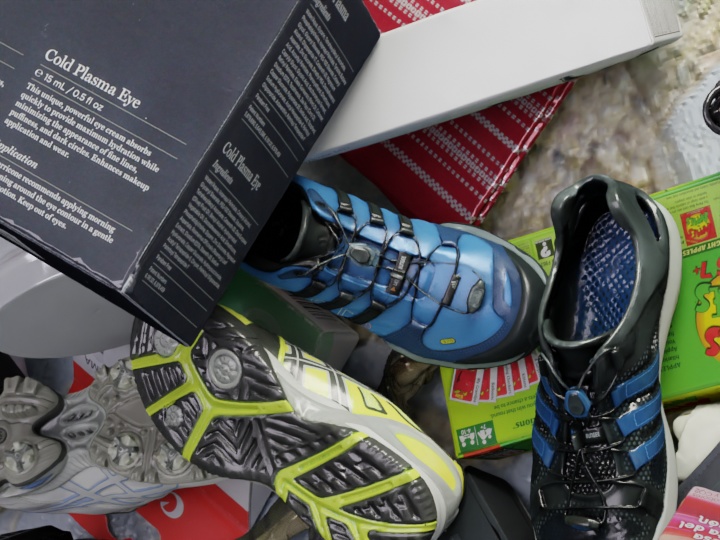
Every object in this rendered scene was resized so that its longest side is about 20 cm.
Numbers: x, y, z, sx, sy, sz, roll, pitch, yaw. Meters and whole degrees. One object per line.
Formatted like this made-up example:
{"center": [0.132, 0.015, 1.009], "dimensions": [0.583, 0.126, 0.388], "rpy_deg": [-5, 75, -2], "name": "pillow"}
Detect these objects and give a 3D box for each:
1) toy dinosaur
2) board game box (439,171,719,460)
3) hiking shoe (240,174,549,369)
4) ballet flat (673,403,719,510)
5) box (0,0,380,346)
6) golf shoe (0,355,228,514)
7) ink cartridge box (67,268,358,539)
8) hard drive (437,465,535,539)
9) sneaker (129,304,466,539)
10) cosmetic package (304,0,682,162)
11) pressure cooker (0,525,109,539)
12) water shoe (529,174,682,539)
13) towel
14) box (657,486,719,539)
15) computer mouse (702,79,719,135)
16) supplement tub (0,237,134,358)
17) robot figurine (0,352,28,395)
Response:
{"center": [-0.009, 0.122, 1.107], "dimensions": [0.200, 0.047, 0.088], "rpy_deg": [-45, 62, 11], "name": "toy dinosaur"}
{"center": [0.133, 0.022, 1.034], "dimensions": [0.199, 0.048, 0.102], "rpy_deg": [-18, 76, 29], "name": "board game box"}
{"center": [0.000, 0.000, 1.037], "dimensions": [0.199, 0.087, 0.075], "rpy_deg": [18, 94, 28], "name": "hiking shoe"}
{"center": [0.159, 0.109, 0.998], "dimensions": [0.200, 0.073, 0.073], "rpy_deg": [-47, 64, 22], "name": "ballet flat"}
{"center": [-0.125, -0.096, 0.986], "dimensions": [0.199, 0.104, 0.183], "rpy_deg": [29, 83, 20], "name": "box"}
{"center": [-0.124, 0.095, 1.141], "dimensions": [0.199, 0.097, 0.079], "rpy_deg": [-5, 63, 20], "name": "golf shoe"}
{"center": [-0.111, 0.075, 1.181], "dimensions": [0.161, 0.050, 0.201], "rpy_deg": [37, 102, 29], "name": "ink cartridge box"}
{"center": [0.033, 0.215, 1.038], "dimensions": [0.201, 0.033, 0.140], "rpy_deg": [-61, 24, 14], "name": "hard drive"}
{"center": [-0.034, 0.076, 1.055], "dimensions": [0.200, 0.076, 0.076], "rpy_deg": [38, 111, 18], "name": "sneaker"}
{"center": [0.054, -0.105, 1.039], "dimensions": [0.199, 0.082, 0.051], "rpy_deg": [-17, 91, 21], "name": "cosmetic package"}
{"center": [-0.192, 0.235, 1.121], "dimensions": [0.178, 0.200, 0.177], "rpy_deg": [23, 102, 32], "name": "pressure cooker"}
{"center": [0.102, 0.056, 0.960], "dimensions": [0.071, 0.079, 0.201], "rpy_deg": [-4, 73, 30], "name": "water shoe"}
{"center": [0.059, -0.125, 1.112], "dimensions": [0.145, 0.022, 0.201], "rpy_deg": [42, 105, 30], "name": "towel"}
{"center": [0.217, 0.182, 0.902], "dimensions": [0.199, 0.095, 0.100], "rpy_deg": [16, 118, 20], "name": "box"}
{"center": [0.244, -0.007, 0.951], "dimensions": [0.140, 0.046, 0.201], "rpy_deg": [-13, 70, -7], "name": "computer mouse"}
{"center": [-0.163, -0.069, 1.120], "dimensions": [0.144, 0.144, 0.201], "rpy_deg": [-27, 67, 27], "name": "supplement tub"}
{"center": [-0.260, 0.049, 1.233], "dimensions": [0.124, 0.150, 0.201], "rpy_deg": [-18, 74, 12], "name": "robot figurine"}
